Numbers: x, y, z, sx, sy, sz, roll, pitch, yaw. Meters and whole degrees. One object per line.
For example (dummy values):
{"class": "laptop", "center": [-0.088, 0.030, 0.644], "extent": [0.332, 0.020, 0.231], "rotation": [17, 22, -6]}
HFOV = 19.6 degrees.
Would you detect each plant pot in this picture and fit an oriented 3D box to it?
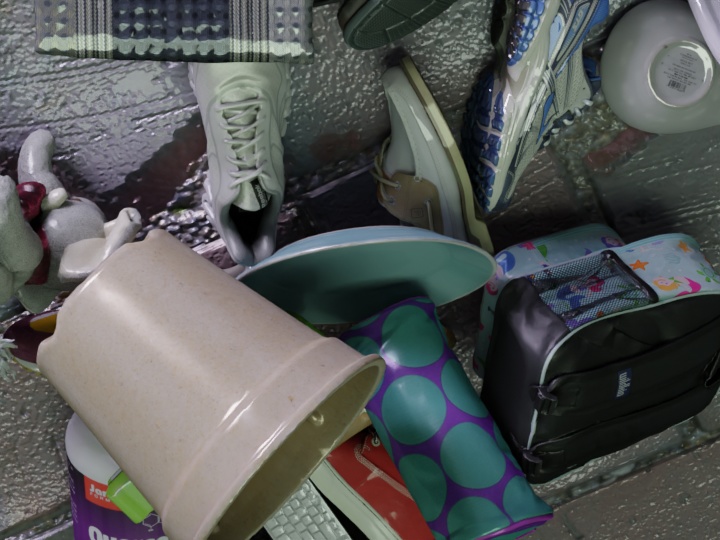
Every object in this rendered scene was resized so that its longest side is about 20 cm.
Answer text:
{"class": "plant pot", "center": [-0.116, 0.078, 1.441], "extent": [0.183, 0.200, 0.201], "rotation": [41, 116, 10]}

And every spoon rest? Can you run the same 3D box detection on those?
{"class": "spoon rest", "center": [0.268, -0.132, 1.548], "extent": [0.200, 0.061, 0.100], "rotation": [23, 97, -14]}

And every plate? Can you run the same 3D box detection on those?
{"class": "plate", "center": [0.000, 0.000, 1.525], "extent": [0.200, 0.026, 0.200], "rotation": [-7, 163, -2]}

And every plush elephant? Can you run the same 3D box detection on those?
{"class": "plush elephant", "center": [-0.245, -0.030, 1.480], "extent": [0.165, 0.155, 0.200], "rotation": [-18, 98, 52]}

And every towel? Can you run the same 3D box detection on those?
{"class": "towel", "center": [-0.121, -0.238, 1.373], "extent": [0.192, 0.035, 0.200], "rotation": [0, 98, -8]}

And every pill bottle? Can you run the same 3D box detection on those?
{"class": "pill bottle", "center": [-0.174, 0.169, 1.648], "extent": [0.112, 0.113, 0.200], "rotation": [-5, 126, -7]}

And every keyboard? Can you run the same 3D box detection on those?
{"class": "keyboard", "center": [-0.052, 0.203, 1.713], "extent": [0.056, 0.011, 0.200], "rotation": [-33, 101, 11]}

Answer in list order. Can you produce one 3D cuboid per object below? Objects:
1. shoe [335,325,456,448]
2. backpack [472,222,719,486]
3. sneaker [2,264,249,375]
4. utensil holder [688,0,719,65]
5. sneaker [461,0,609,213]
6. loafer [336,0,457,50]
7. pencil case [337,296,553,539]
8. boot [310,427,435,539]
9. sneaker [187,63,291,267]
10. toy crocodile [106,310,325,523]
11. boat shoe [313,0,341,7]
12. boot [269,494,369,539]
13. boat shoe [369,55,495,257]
{"class": "shoe", "center": [-0.008, 0.094, 1.623], "extent": [0.200, 0.070, 0.053], "rotation": [-36, 100, -22]}
{"class": "backpack", "center": [0.188, 0.055, 1.596], "extent": [0.200, 0.151, 0.178], "rotation": [-14, 137, -19]}
{"class": "sneaker", "center": [-0.171, 0.026, 1.578], "extent": [0.200, 0.075, 0.090], "rotation": [-4, 118, -15]}
{"class": "utensil holder", "center": [0.320, -0.244, 1.408], "extent": [0.200, 0.170, 0.170], "rotation": [-18, 127, 2]}
{"class": "sneaker", "center": [0.133, -0.125, 1.517], "extent": [0.085, 0.077, 0.200], "rotation": [3, 125, -17]}
{"class": "loafer", "center": [0.059, -0.233, 1.445], "extent": [0.200, 0.063, 0.072], "rotation": [-37, 155, 20]}
{"class": "pencil case", "center": [0.060, 0.119, 1.545], "extent": [0.085, 0.200, 0.092], "rotation": [-37, 160, 24]}
{"class": "boot", "center": [0.027, 0.136, 1.698], "extent": [0.144, 0.072, 0.200], "rotation": [-42, 116, 4]}
{"class": "sneaker", "center": [-0.082, -0.093, 1.497], "extent": [0.075, 0.081, 0.200], "rotation": [-7, 125, -3]}
{"class": "toy crocodile", "center": [-0.107, 0.109, 1.551], "extent": [0.200, 0.062, 0.068], "rotation": [-42, 124, -11]}
{"class": "boat shoe", "center": [-0.096, -0.200, 1.424], "extent": [0.200, 0.066, 0.070], "rotation": [-3, 126, -9]}
{"class": "boot", "center": [-0.071, 0.295, 1.784], "extent": [0.200, 0.073, 0.182], "rotation": [-34, 111, 6]}
{"class": "boat shoe", "center": [0.044, -0.066, 1.541], "extent": [0.068, 0.075, 0.200], "rotation": [-21, 129, 1]}
